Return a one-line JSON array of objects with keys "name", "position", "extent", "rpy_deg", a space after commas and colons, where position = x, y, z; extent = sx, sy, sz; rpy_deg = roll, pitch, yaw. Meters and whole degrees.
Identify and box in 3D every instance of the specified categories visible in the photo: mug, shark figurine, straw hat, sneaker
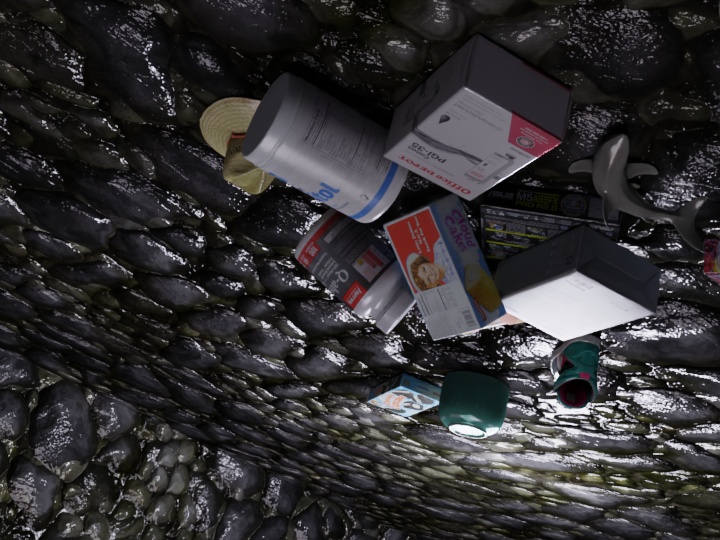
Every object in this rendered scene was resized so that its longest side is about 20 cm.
[{"name": "mug", "position": [0.264, 0.314, 2.015], "extent": [0.184, 0.115, 0.152], "rpy_deg": [24, 154, -16]}, {"name": "shark figurine", "position": [0.353, -0.087, 1.181], "extent": [0.214, 0.090, 0.128], "rpy_deg": [33, 151, -29]}, {"name": "straw hat", "position": [-0.160, -0.161, 1.326], "extent": [0.199, 0.086, 0.201], "rpy_deg": [13, 155, 6]}, {"name": "sneaker", "position": [0.405, 0.209, 1.711], "extent": [0.083, 0.122, 0.200], "rpy_deg": [14, 155, 4]}]

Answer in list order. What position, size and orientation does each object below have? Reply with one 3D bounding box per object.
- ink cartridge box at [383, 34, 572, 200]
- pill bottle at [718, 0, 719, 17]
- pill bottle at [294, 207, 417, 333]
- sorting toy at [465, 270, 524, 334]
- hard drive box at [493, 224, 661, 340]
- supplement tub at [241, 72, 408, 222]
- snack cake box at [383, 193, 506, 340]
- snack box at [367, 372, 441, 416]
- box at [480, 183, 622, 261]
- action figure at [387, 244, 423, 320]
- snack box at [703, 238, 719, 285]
[{"name": "ink cartridge box", "position": [0.141, -0.181, 1.113], "extent": [0.146, 0.083, 0.200], "rpy_deg": [25, 153, -18]}, {"name": "pill bottle", "position": [0.419, -0.202, 0.871], "extent": [0.113, 0.114, 0.200], "rpy_deg": [0, 150, 30]}, {"name": "pill bottle", "position": [0.000, 0.000, 1.446], "extent": [0.200, 0.116, 0.116], "rpy_deg": [42, 155, 6]}, {"name": "sorting toy", "position": [0.218, 0.060, 1.550], "extent": [0.184, 0.037, 0.200], "rpy_deg": [-13, 150, 10]}, {"name": "hard drive box", "position": [0.316, 0.024, 1.334], "extent": [0.155, 0.077, 0.200], "rpy_deg": [26, 153, -21]}, {"name": "supplement tub", "position": [-0.044, -0.162, 1.206], "extent": [0.199, 0.133, 0.132], "rpy_deg": [26, 153, -22]}, {"name": "snack cake box", "position": [0.128, -0.003, 1.369], "extent": [0.115, 0.067, 0.201], "rpy_deg": [-19, 95, 53]}, {"name": "snack box", "position": [0.109, 0.305, 2.180], "extent": [0.116, 0.037, 0.200], "rpy_deg": [23, 154, -15]}, {"name": "box", "position": [0.279, -0.059, 1.328], "extent": [0.198, 0.045, 0.160], "rpy_deg": [9, 155, 14]}, {"name": "action figure", "position": [0.078, 0.024, 1.576], "extent": [0.130, 0.070, 0.201], "rpy_deg": [28, 150, 18]}, {"name": "snack box", "position": [0.558, -0.003, 1.204], "extent": [0.141, 0.053, 0.199], "rpy_deg": [-4, 168, 34]}]
